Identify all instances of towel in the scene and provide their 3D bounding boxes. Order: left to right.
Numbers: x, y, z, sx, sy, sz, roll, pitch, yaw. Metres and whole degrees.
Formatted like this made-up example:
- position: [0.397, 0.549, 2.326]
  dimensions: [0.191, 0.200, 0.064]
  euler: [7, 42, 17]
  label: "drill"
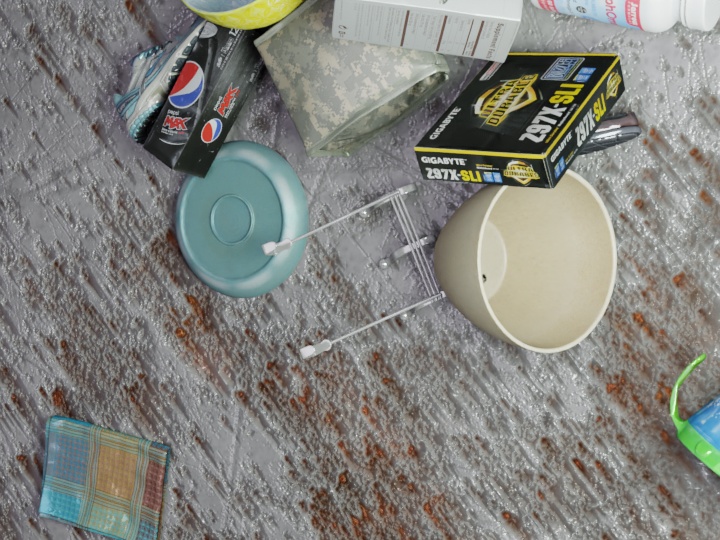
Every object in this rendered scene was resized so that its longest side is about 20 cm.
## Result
- position: [-0.349, 0.285, 1.961]
  dimensions: [0.199, 0.022, 0.148]
  euler: [11, 98, 26]
  label: "towel"

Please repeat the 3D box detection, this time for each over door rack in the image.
- position: [0.000, 0.000, 1.731]
  dimensions: [0.199, 0.067, 0.148]
  euler: [-23, 82, 5]
  label: "over door rack"

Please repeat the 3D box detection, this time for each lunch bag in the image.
- position: [0.001, -0.252, 1.699]
  dimensions: [0.200, 0.117, 0.165]
  euler: [-32, 78, 30]
  label: "lunch bag"

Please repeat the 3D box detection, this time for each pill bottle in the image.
- position: [0.286, -0.316, 1.552]
  dimensions: [0.199, 0.109, 0.109]
  euler: [18, 101, 26]
  label: "pill bottle"

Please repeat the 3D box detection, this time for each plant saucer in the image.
- position: [-0.158, -0.065, 1.841]
  dimensions: [0.199, 0.027, 0.201]
  euler: [1, 93, 27]
  label: "plant saucer"

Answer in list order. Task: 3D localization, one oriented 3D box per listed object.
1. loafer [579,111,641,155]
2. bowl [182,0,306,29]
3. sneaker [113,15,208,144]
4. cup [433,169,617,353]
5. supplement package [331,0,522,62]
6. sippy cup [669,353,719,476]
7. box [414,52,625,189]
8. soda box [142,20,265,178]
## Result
- position: [0.213, -0.157, 1.623]
  dimensions: [0.199, 0.072, 0.063]
  euler: [-13, 81, 29]
  label: "loafer"
- position: [-0.112, -0.362, 1.742]
  dimensions: [0.199, 0.108, 0.201]
  euler: [-14, 59, 25]
  label: "bowl"
- position: [-0.252, -0.261, 1.851]
  dimensions: [0.086, 0.077, 0.200]
  euler: [48, 112, 20]
  label: "sneaker"
- position: [0.163, -0.012, 1.604]
  dimensions: [0.143, 0.199, 0.202]
  euler: [-1, 93, 55]
  label: "cup"
- position: [0.075, -0.313, 1.579]
  dimensions: [0.199, 0.117, 0.118]
  euler: [7, 75, -1]
  label: "supplement package"
- position: [0.420, 0.161, 1.506]
  dimensions: [0.177, 0.140, 0.131]
  euler: [33, 98, -18]
  label: "sippy cup"
- position: [0.174, -0.165, 1.565]
  dimensions: [0.159, 0.200, 0.050]
  euler: [8, 132, 34]
  label: "box"
- position: [-0.188, -0.220, 1.809]
  dimensions: [0.063, 0.071, 0.201]
  euler: [35, 101, 31]
  label: "soda box"
